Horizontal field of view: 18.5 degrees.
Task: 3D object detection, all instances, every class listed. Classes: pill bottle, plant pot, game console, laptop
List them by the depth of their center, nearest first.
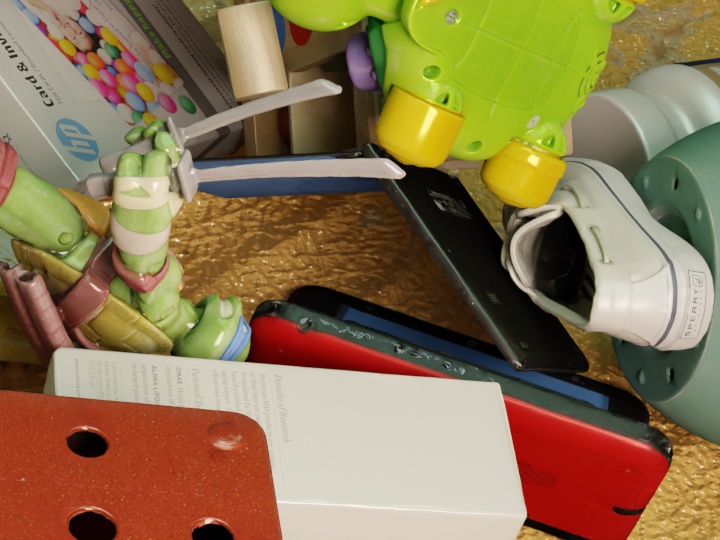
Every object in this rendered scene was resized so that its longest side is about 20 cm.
[{"bbox_3d":[-0.111,0.153,0.797,0.200,0.176,0.200,7,36,-15],"label":"plant pot"},{"bbox_3d":[0.052,0.046,1.070,0.200,0.172,0.119,18,61,3],"label":"game console"},{"bbox_3d":[0.000,0.000,1.114,0.200,0.116,0.187,55,11,11],"label":"laptop"},{"bbox_3d":[0.221,0.006,1.115,0.161,0.201,0.201,3,37,-19],"label":"plant pot"},{"bbox_3d":[0.213,-0.067,1.288,0.200,0.116,0.116,-11,43,-33],"label":"pill bottle"}]

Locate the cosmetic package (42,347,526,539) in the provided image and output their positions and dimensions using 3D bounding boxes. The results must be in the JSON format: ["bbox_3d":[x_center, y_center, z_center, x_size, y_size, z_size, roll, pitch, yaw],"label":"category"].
[{"bbox_3d":[-0.041,0.103,0.945,0.200,0.113,0.081,5,45,-18],"label":"cosmetic package"}]

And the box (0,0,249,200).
[{"bbox_3d":[-0.152,-0.115,1.182,0.156,0.041,0.200,52,30,7],"label":"box"}]

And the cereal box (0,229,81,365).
[{"bbox_3d":[-0.222,-0.025,1.066,0.200,0.040,0.144,37,12,28],"label":"cereal box"}]

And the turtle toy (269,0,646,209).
[{"bbox_3d":[0.042,-0.124,1.052,0.200,0.146,0.101,18,11,-42],"label":"turtle toy"}]

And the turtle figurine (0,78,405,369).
[{"bbox_3d":[-0.109,-0.051,0.943,0.194,0.200,0.144,27,34,-17],"label":"turtle figurine"}]

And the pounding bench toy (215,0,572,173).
[{"bbox_3d":[-0.015,-0.112,1.181,0.200,0.124,0.156,-2,-4,-31],"label":"pounding bench toy"}]

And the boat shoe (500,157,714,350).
[{"bbox_3d":[0.104,-0.015,1.102,0.067,0.074,0.200,5,11,-21],"label":"boat shoe"}]
